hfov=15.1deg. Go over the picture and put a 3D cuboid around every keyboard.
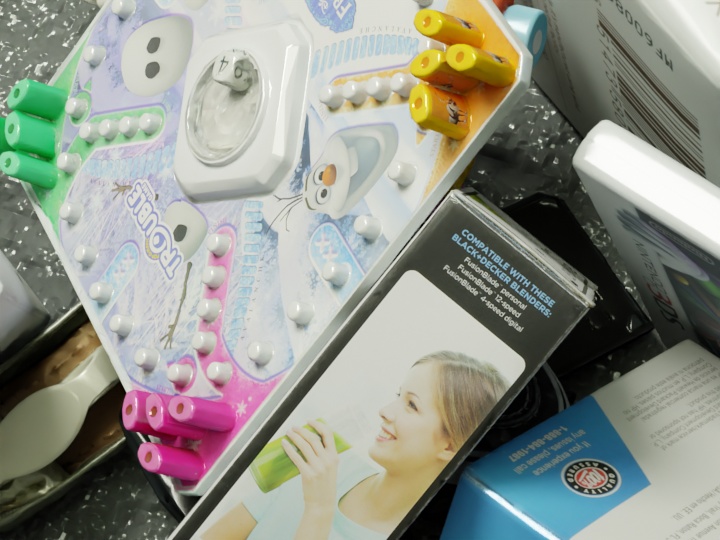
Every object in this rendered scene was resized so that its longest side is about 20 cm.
[{"bbox_3d":[0.016,0.053,1.038,0.200,0.040,0.104,-26,64,-14],"label":"keyboard"}]

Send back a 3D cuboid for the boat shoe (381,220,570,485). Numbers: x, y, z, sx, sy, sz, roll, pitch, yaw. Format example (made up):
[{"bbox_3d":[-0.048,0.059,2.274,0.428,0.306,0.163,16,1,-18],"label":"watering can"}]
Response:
[{"bbox_3d":[0.000,0.000,1.005,0.072,0.068,0.200,-38,69,-24],"label":"boat shoe"}]

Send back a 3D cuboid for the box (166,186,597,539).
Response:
[{"bbox_3d":[-0.005,0.066,0.921,0.060,0.117,0.200,40,96,3],"label":"box"}]

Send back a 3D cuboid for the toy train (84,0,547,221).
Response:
[{"bbox_3d":[-0.012,-0.091,1.062,0.200,0.150,0.056,13,51,23],"label":"toy train"}]

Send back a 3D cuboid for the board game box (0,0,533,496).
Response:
[{"bbox_3d":[-0.047,-0.058,0.954,0.200,0.026,0.200,-51,46,22],"label":"board game box"}]

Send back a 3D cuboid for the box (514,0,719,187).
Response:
[{"bbox_3d":[0.153,-0.126,1.006,0.171,0.199,0.200,-33,61,-6],"label":"box"}]

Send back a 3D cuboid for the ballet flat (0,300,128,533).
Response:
[{"bbox_3d":[-0.087,0.033,1.053,0.200,0.064,0.067,-40,91,-7],"label":"ballet flat"}]

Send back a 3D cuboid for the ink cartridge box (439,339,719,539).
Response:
[{"bbox_3d":[0.139,0.125,0.908,0.200,0.086,0.146,36,36,25],"label":"ink cartridge box"}]

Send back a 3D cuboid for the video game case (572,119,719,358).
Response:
[{"bbox_3d":[0.171,0.040,0.926,0.200,0.182,0.023,34,82,26],"label":"video game case"}]

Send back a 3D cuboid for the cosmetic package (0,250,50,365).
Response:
[{"bbox_3d":[-0.227,-0.024,0.998,0.123,0.200,0.199,-41,89,-3],"label":"cosmetic package"}]
